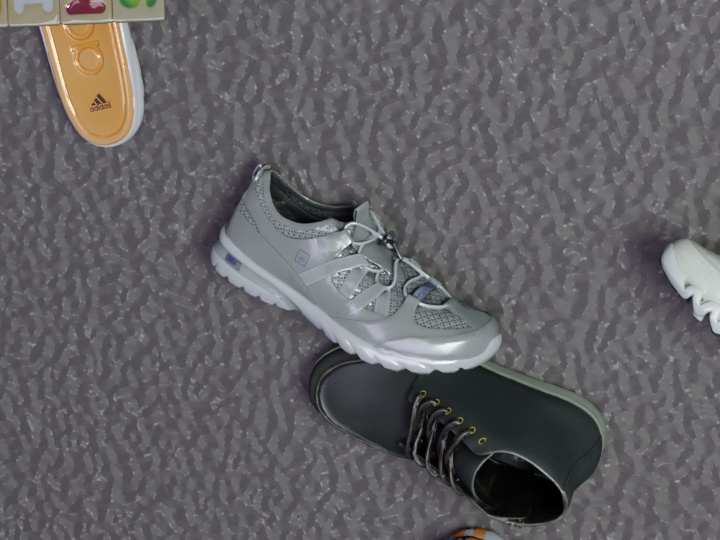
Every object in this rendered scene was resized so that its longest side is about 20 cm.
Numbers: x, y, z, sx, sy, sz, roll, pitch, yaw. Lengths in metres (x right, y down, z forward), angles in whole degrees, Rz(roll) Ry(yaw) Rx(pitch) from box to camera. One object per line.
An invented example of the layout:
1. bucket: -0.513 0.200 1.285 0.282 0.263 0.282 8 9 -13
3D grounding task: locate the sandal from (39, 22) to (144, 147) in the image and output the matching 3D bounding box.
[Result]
1. sandal: -0.190 -0.176 1.281 0.078 0.059 0.209 -13 102 21

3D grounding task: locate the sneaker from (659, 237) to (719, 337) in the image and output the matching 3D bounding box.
1. sneaker: 0.268 0.030 1.169 0.199 0.075 0.081 32 100 5

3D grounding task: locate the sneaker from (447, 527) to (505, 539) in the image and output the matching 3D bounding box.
1. sneaker: 0.093 0.276 1.303 0.077 0.112 0.201 -28 97 24

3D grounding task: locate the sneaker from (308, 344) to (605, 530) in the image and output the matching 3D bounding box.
1. sneaker: 0.050 0.098 1.263 0.198 0.106 0.076 11 111 15

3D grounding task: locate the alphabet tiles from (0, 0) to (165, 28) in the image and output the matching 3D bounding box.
1. alphabet tiles: -0.190 -0.237 1.248 0.198 0.006 0.168 -2 90 3

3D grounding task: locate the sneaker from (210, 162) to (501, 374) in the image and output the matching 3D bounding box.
1. sneaker: 0.000 0.000 1.265 0.199 0.075 0.083 24 115 11
